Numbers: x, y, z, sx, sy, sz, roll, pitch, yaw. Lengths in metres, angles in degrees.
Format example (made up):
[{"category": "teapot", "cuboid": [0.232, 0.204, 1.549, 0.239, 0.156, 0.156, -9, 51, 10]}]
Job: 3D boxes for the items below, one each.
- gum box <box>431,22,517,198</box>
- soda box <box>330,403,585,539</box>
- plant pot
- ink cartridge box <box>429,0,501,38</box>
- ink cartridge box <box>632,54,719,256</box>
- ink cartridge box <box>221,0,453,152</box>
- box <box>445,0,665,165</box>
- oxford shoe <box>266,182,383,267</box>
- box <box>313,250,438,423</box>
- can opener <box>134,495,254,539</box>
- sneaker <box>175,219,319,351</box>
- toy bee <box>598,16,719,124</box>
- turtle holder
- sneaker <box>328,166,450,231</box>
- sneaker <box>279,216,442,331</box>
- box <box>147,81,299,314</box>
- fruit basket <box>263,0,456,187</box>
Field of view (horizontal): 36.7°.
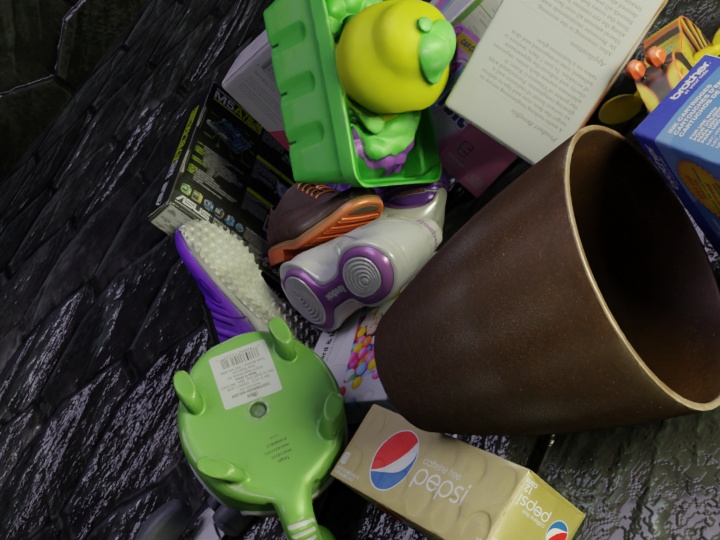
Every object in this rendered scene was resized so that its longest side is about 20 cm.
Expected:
[{"category": "gum box", "cuboid": [0.106, -0.169, 1.099, 0.114, 0.066, 0.200, -46, 28, 10]}, {"category": "soda box", "cuboid": [0.062, 0.159, 0.776, 0.068, 0.064, 0.199, -57, 28, -12]}, {"category": "plant pot", "cuboid": [0.110, 0.034, 0.721, 0.199, 0.187, 0.188, -28, 35, 35]}, {"category": "ink cartridge box", "cuboid": [0.085, -0.252, 1.230, 0.200, 0.059, 0.104, -43, 24, 15]}, {"category": "ink cartridge box", "cuboid": [0.258, -0.050, 0.659, 0.076, 0.136, 0.200, -44, 28, 0]}, {"category": "ink cartridge box", "cuboid": [-0.020, -0.214, 1.114, 0.199, 0.146, 0.083, -34, 23, 32]}, {"category": "box", "cuboid": [0.178, -0.208, 0.876, 0.152, 0.106, 0.201, -49, -9, -51]}, {"category": "oxford shoe", "cuboid": [-0.045, -0.057, 1.050, 0.199, 0.071, 0.074, -24, 77, 57]}, {"category": "box", "cuboid": [0.036, 0.059, 0.961, 0.199, 0.041, 0.157, -14, 44, 50]}, {"category": "can opener", "cuboid": [-0.131, 0.210, 0.997, 0.200, 0.067, 0.053, -49, 28, 4]}, {"category": "sneaker", "cuboid": [-0.128, 0.047, 1.068, 0.099, 0.201, 0.070, -41, -1, 29]}, {"category": "toy bee", "cuboid": [0.246, -0.144, 0.820, 0.131, 0.109, 0.201, -43, 28, 13]}, {"category": "turtle holder", "cuboid": [-0.065, 0.145, 0.901, 0.185, 0.132, 0.141, 34, 66, 21]}, {"category": "sneaker", "cuboid": [0.027, -0.082, 1.091, 0.199, 0.080, 0.084, 17, 86, 53]}, {"category": "sneaker", "cuboid": [0.000, 0.000, 0.992, 0.099, 0.075, 0.199, -35, 11, -34]}, {"category": "box", "cuboid": [-0.118, -0.077, 1.179, 0.047, 0.199, 0.194, -33, 33, 36]}, {"category": "fruit basket", "cuboid": [0.021, -0.175, 0.935, 0.214, 0.155, 0.218, 5, 99, 37]}]
